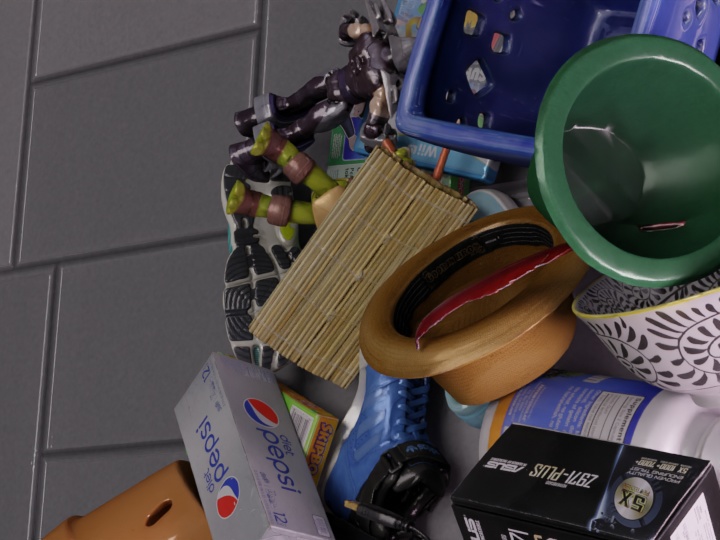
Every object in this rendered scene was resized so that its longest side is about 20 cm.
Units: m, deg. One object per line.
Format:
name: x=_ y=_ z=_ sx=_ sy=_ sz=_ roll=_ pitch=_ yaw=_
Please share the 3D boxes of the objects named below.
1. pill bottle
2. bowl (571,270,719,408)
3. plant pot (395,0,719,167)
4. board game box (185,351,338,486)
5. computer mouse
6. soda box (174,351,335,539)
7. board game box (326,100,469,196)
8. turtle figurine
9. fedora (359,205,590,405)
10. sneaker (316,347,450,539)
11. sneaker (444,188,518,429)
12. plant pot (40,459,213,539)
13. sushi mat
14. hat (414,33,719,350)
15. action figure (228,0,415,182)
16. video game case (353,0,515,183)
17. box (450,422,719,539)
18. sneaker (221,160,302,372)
pill bottle: x=0.193 y=0.133 z=1.454 sx=0.199 sy=0.112 sz=0.113 roll=6 pitch=81 yaw=39
bowl: x=0.253 y=0.033 z=1.382 sx=0.200 sy=0.201 sz=0.095 roll=-15 pitch=101 yaw=35
plant pot: x=0.172 y=-0.161 z=1.510 sx=0.199 sy=0.179 sz=0.201 roll=15 pitch=87 yaw=40
board game box: x=-0.086 y=0.138 z=1.695 sx=0.200 sy=0.030 sz=0.096 roll=25 pitch=98 yaw=56
computer mouse: x=0.004 y=0.222 z=1.553 sx=0.046 sy=0.141 sz=0.200 roll=-45 pitch=39 yaw=-20
soda box: x=-0.085 y=0.159 z=1.598 sx=0.068 sy=0.063 sz=0.200 roll=-55 pitch=36 yaw=25
board game box: x=0.029 y=-0.070 z=1.696 sx=0.134 sy=0.029 sz=0.201 roll=-2 pitch=76 yaw=37
turtle figurine: x=-0.017 y=-0.059 z=1.638 sx=0.201 sy=0.161 sz=0.064 roll=-62 pitch=5 yaw=25
fedora: x=0.096 y=0.034 z=1.486 sx=0.200 sy=0.082 sz=0.201 roll=-23 pitch=25 yaw=12
sneaker: x=0.039 y=0.119 z=1.601 sx=0.111 sy=0.077 sz=0.201 roll=36 pitch=105 yaw=45
sneaker: x=0.094 y=0.025 z=1.583 sx=0.074 sy=0.082 sz=0.201 roll=-19 pitch=66 yaw=32
plant pot: x=-0.150 y=0.248 z=1.651 sx=0.140 sy=0.200 sz=0.200 roll=-45 pitch=53 yaw=4
sushi mat: x=0.000 y=0.000 z=1.619 sx=0.200 sy=0.095 sz=0.012 roll=-54 pitch=10 yaw=25
hat: x=0.144 y=-0.055 z=1.377 sx=0.176 sy=0.199 sz=0.167 roll=-22 pitch=79 yaw=64
action figure: x=-0.017 y=-0.145 z=1.675 sx=0.199 sy=0.069 sz=0.131 roll=-27 pitch=53 yaw=31
video game case: x=0.078 y=-0.179 z=1.658 sx=0.143 sy=0.018 sz=0.201 roll=15 pitch=87 yaw=40
box: x=0.172 y=0.216 z=1.388 sx=0.163 sy=0.201 sz=0.086 roll=9 pitch=41 yaw=39
sneaker: x=-0.080 y=-0.002 z=1.738 sx=0.077 sy=0.080 sz=0.201 roll=0 pitch=64 yaw=-5
